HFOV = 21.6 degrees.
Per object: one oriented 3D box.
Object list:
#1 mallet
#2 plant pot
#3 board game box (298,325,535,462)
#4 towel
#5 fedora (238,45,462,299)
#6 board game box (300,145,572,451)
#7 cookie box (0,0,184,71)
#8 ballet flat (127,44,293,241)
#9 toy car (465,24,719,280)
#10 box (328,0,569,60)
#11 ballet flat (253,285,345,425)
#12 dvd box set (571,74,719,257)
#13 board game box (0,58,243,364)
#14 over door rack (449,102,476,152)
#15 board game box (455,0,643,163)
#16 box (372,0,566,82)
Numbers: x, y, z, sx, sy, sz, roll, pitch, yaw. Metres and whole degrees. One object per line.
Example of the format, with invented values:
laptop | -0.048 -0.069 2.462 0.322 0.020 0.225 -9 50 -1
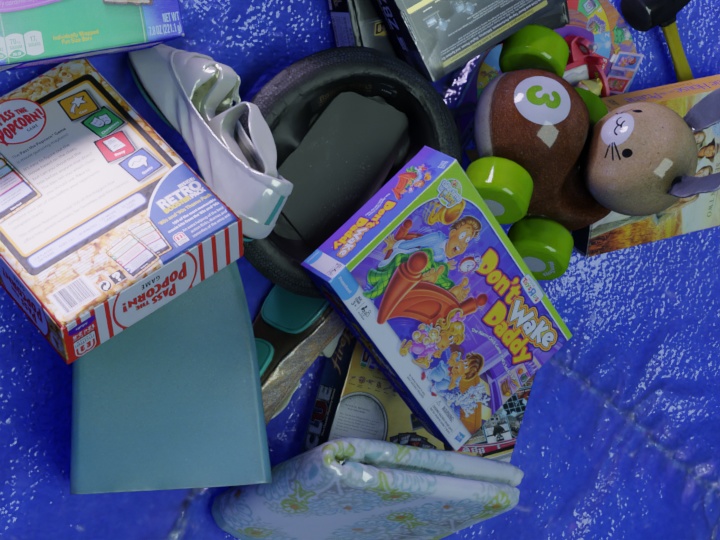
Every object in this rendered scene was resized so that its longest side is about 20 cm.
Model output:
mallet | 0.283 -0.172 1.691 0.066 0.041 0.200 -28 115 -26
plant pot | -0.145 0.062 1.392 0.141 0.141 0.200 -2 83 -7
board game box | 0.053 0.113 1.588 0.200 0.035 0.136 18 89 -37
towel | 0.007 0.181 1.505 0.200 0.171 0.048 12 60 -33
fedora | -0.021 -0.075 1.476 0.200 0.092 0.201 0 90 -14
board game box | 0.062 0.023 1.444 0.134 0.045 0.200 -44 124 -11
cookie box | -0.229 -0.247 1.328 0.171 0.075 0.200 -13 95 -28
ballet flat | -0.104 -0.111 1.381 0.069 0.200 0.069 -23 150 -14
toy car | 0.203 -0.098 1.479 0.158 0.200 0.164 49 48 -43
box | 0.062 -0.273 1.520 0.200 0.050 0.199 -16 107 -23
ballet flat | -0.059 0.062 1.513 0.200 0.068 0.067 -49 138 -9
dvd box set | 0.282 -0.097 1.676 0.200 0.029 0.146 -12 124 -28
board game box | -0.202 -0.049 1.329 0.151 0.200 0.046 -32 151 -22
over door rack | 0.082 -0.017 1.553 0.148 0.067 0.200 45 57 -34
board game box | 0.172 -0.154 1.620 0.158 0.039 0.200 30 82 -31
box | 0.094 -0.265 1.482 0.200 0.049 0.161 -33 108 -16
